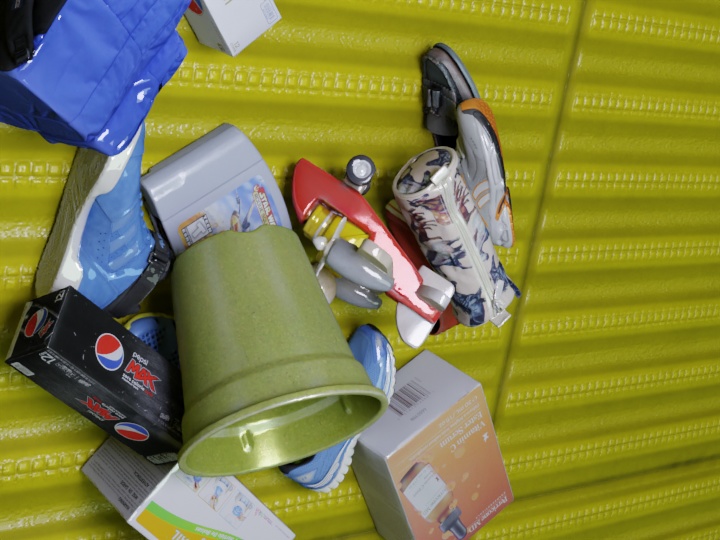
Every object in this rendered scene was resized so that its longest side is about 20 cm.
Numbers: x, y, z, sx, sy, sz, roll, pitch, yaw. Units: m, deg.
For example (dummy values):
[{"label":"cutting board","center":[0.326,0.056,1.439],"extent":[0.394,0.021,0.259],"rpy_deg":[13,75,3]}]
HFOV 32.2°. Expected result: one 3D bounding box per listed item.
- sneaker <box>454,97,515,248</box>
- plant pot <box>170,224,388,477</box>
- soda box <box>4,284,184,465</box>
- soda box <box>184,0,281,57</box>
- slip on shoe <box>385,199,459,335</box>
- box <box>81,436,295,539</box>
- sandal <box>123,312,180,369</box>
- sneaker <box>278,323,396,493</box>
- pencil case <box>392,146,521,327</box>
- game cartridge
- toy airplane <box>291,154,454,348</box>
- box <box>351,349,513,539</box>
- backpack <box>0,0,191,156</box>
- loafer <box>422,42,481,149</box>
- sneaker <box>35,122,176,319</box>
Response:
[{"label":"sneaker","center":[0.113,-0.095,1.356],"extent":[0.090,0.076,0.202],"rpy_deg":[-8,133,9]},{"label":"plant pot","center":[-0.094,0.068,1.158],"extent":[0.197,0.187,0.201],"rpy_deg":[-16,158,-6]},{"label":"soda box","center":[-0.227,0.101,1.153],"extent":[0.200,0.063,0.072],"rpy_deg":[44,43,-36]},{"label":"soda box","center":[-0.148,-0.294,1.111],"extent":[0.064,0.068,0.201],"rpy_deg":[-40,129,-17]},{"label":"slip on shoe","center":[0.070,0.001,1.421],"extent":[0.061,0.074,0.201],"rpy_deg":[-40,134,-14]},{"label":"box","center":[-0.175,0.243,1.298],"extent":[0.102,0.112,0.201],"rpy_deg":[-48,132,-11]},{"label":"sandal","center":[-0.167,0.112,1.264],"extent":[0.199,0.087,0.080],"rpy_deg":[38,86,-40]},{"label":"sneaker","center":[-0.030,0.152,1.398],"extent":[0.089,0.078,0.202],"rpy_deg":[22,95,-45]},{"label":"pencil case","center":[0.101,-0.034,1.321],"extent":[0.078,0.089,0.202],"rpy_deg":[-41,123,-20]},{"label":"game cartridge","center":[-0.135,-0.038,1.259],"extent":[0.132,0.041,0.202],"rpy_deg":[-32,126,-19]},{"label":"toy airplane","center":[0.000,0.000,1.276],"extent":[0.140,0.199,0.201],"rpy_deg":[-35,132,-8]},{"label":"box","center":[0.080,0.229,1.502],"extent":[0.152,0.106,0.202],"rpy_deg":[-36,127,-21]},{"label":"backpack","center":[-0.229,-0.210,1.028],"extent":[0.168,0.161,0.202],"rpy_deg":[46,66,-50]},{"label":"loafer","center":[0.104,-0.153,1.381],"extent":[0.063,0.072,0.201],"rpy_deg":[-36,130,-13]},{"label":"sneaker","center":[-0.216,-0.049,1.157],"extent":[0.110,0.077,0.202],"rpy_deg":[15,103,-36]}]
